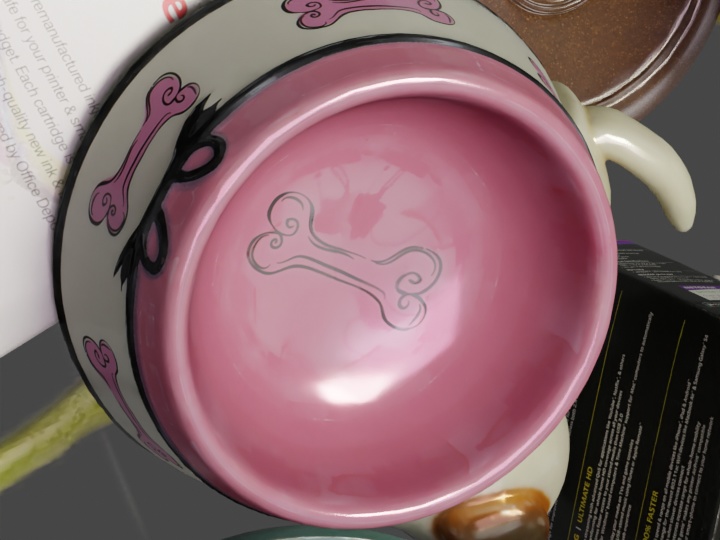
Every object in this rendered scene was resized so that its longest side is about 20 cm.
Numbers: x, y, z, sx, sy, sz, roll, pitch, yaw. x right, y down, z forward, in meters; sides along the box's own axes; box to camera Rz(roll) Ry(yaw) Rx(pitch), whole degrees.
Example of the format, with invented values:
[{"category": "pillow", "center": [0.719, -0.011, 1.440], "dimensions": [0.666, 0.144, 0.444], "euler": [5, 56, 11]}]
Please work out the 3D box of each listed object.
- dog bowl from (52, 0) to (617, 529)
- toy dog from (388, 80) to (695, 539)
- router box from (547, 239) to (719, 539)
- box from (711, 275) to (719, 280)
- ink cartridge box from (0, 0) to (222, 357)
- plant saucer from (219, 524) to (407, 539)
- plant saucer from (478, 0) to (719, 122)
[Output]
[{"category": "dog bowl", "center": [0.000, 0.000, 0.901], "dimensions": [0.200, 0.074, 0.200], "euler": [-9, 114, -20]}, {"category": "toy dog", "center": [0.032, 0.021, 1.054], "dimensions": [0.194, 0.140, 0.200], "euler": [-10, 122, -12]}, {"category": "router box", "center": [0.118, 0.100, 1.095], "dimensions": [0.051, 0.149, 0.200], "euler": [2, 105, -32]}, {"category": "box", "center": [0.203, 0.117, 1.148], "dimensions": [0.109, 0.128, 0.200], "euler": [8, 101, -23]}, {"category": "ink cartridge box", "center": [-0.150, -0.063, 0.942], "dimensions": [0.200, 0.146, 0.147], "euler": [-32, 114, -10]}, {"category": "plant saucer", "center": [-0.027, 0.168, 1.087], "dimensions": [0.200, 0.036, 0.200], "euler": [-4, 131, -4]}, {"category": "plant saucer", "center": [0.074, -0.135, 1.078], "dimensions": [0.200, 0.032, 0.201], "euler": [-6, 107, -21]}]
